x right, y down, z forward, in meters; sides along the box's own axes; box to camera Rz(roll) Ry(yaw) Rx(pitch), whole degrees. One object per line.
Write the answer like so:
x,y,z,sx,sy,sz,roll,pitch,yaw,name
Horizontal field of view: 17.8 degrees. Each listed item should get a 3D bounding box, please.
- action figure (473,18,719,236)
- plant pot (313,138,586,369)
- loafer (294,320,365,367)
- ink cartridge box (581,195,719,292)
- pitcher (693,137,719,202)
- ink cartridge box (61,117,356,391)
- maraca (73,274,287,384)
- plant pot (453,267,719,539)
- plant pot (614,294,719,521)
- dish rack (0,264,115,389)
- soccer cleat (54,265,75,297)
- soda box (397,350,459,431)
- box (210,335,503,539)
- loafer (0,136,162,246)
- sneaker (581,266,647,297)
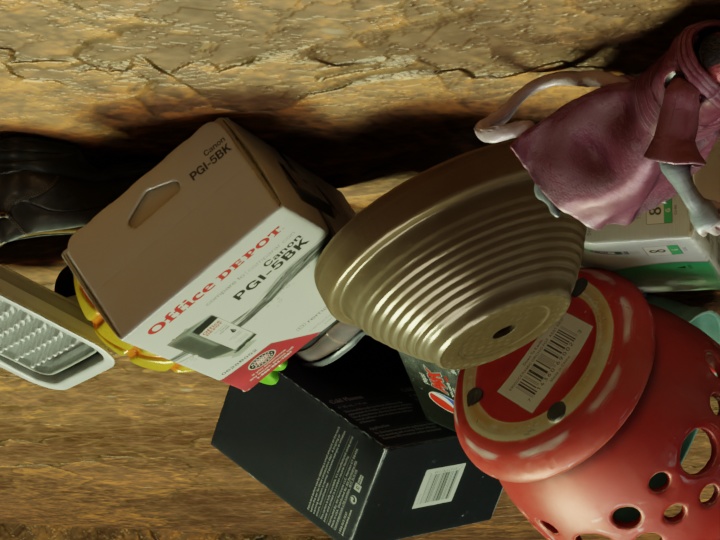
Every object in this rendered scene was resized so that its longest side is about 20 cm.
0.183,-0.103,1.316,0.149,0.134,0.200,43,148,2,action figure
0.077,0.003,1.538,0.200,0.093,0.201,-22,159,-9,plant pot
-0.013,0.026,1.903,0.063,0.072,0.200,42,151,-13,loafer
0.164,-0.018,1.712,0.200,0.050,0.161,-6,165,17,ink cartridge box
0.333,-0.052,1.449,0.171,0.121,0.200,-27,142,33,pitcher
-0.086,-0.006,1.561,0.147,0.083,0.200,-39,156,10,ink cartridge box
-0.138,0.031,1.745,0.137,0.107,0.200,3,148,43,maraca
0.181,0.108,1.727,0.200,0.201,0.182,-12,139,43,plant pot
0.205,0.103,1.969,0.134,0.201,0.200,23,177,25,plant pot
-0.294,0.025,1.813,0.200,0.044,0.172,29,156,-18,dish rack
-0.149,0.025,1.878,0.199,0.068,0.073,3,-179,-3,soccer cleat
0.078,0.066,1.830,0.071,0.063,0.200,23,159,23,soda box
0.008,0.144,2.017,0.182,0.104,0.200,35,-155,35,box
-0.172,-0.039,1.580,0.200,0.072,0.073,7,164,-29,loafer
0.141,0.042,1.873,0.200,0.089,0.078,-8,164,36,sneaker
